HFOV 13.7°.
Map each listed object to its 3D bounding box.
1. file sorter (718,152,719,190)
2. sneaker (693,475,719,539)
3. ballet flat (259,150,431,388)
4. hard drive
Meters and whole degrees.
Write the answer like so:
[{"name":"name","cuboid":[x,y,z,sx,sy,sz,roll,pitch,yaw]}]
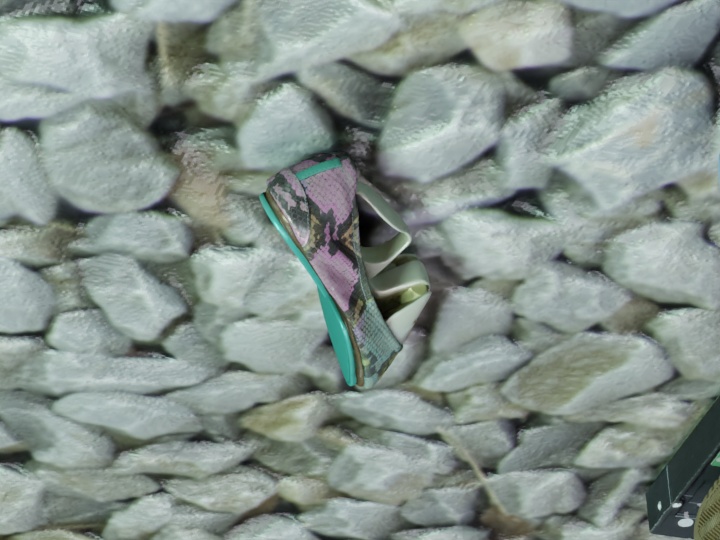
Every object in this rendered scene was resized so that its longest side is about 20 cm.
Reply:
[{"name":"file sorter","cuboid":[0.292,-0.061,1.596,0.123,0.139,0.200,16,141,-18]},{"name":"sneaker","cuboid":[0.310,0.141,1.871,0.112,0.071,0.200,27,133,-30]},{"name":"ballet flat","cuboid":[0.000,0.000,1.730,0.071,0.069,0.200,-26,142,-2]},{"name":"hard drive","cuboid":[0.285,0.115,1.926,0.140,0.038,0.200,8,144,-16]}]
